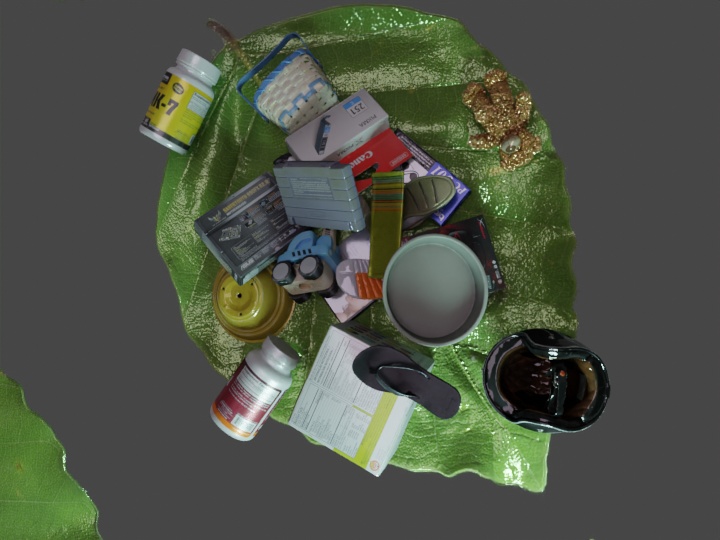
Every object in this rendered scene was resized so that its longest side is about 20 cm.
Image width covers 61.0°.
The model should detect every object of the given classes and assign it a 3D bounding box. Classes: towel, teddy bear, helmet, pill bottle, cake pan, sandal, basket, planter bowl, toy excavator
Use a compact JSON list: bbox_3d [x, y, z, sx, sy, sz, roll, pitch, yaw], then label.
[{"bbox_3d":[0.047,-0.086,1.161,0.085,0.018,0.205,3,90,51],"label":"towel"},{"bbox_3d":[0.276,-0.299,1.206,0.142,0.067,0.204,-10,84,15],"label":"teddy bear"},{"bbox_3d":[0.326,0.198,1.107,0.196,0.190,0.205,0,91,-23],"label":"helmet"},{"bbox_3d":[-0.214,0.240,1.267,0.112,0.113,0.201,37,95,12],"label":"pill bottle"},{"bbox_3d":[0.134,0.036,1.114,0.196,0.037,0.205,1,85,-8],"label":"cake pan"},{"bbox_3d":[0.048,0.024,1.230,0.202,0.059,0.081,4,80,-10],"label":"sandal"},{"bbox_3d":[-0.152,-0.379,1.271,0.176,0.139,0.201,-40,71,7],"label":"basket"},{"bbox_3d":[-0.243,0.054,1.298,0.196,0.083,0.205,-1,87,12],"label":"planter bowl"},{"bbox_3d":[0.078,0.185,1.035,0.197,0.043,0.077,21,92,11],"label":"sandal"},{"bbox_3d":[-0.077,-0.054,1.252,0.191,0.100,0.203,-11,58,22],"label":"toy excavator"},{"bbox_3d":[-0.391,-0.369,1.337,0.113,0.114,0.203,28,93,12],"label":"pill bottle"}]

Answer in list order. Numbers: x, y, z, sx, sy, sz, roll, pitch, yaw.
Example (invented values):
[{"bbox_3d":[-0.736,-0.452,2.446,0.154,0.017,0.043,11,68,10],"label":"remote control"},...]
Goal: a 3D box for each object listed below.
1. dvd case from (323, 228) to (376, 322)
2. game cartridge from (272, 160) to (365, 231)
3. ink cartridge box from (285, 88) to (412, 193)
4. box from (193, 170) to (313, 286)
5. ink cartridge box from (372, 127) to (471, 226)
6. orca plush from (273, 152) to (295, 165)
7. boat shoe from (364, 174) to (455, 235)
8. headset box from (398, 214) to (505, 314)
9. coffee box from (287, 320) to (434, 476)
[{"bbox_3d":[0.000,0.000,1.278,0.199,0.018,0.144,-38,79,8],"label":"dvd case"},{"bbox_3d":[-0.081,-0.146,1.171,0.198,0.038,0.132,10,120,42],"label":"game cartridge"},{"bbox_3d":[-0.023,-0.246,1.216,0.198,0.045,0.177,-35,66,-8],"label":"ink cartridge box"},{"bbox_3d":[-0.221,-0.090,1.272,0.199,0.048,0.159,-39,79,-23],"label":"box"},{"bbox_3d":[0.122,-0.189,1.246,0.199,0.044,0.094,42,98,11],"label":"ink cartridge box"},{"bbox_3d":[-0.113,-0.167,1.274,0.199,0.105,0.072,38,114,19],"label":"orca plush"},{"bbox_3d":[0.103,-0.126,1.194,0.198,0.068,0.076,-24,77,28],"label":"boat shoe"},{"bbox_3d":[0.160,-0.005,1.182,0.196,0.075,0.152,-15,83,-9],"label":"headset box"},{"bbox_3d":[0.008,0.230,1.172,0.195,0.199,0.203,25,93,13],"label":"coffee box"}]
